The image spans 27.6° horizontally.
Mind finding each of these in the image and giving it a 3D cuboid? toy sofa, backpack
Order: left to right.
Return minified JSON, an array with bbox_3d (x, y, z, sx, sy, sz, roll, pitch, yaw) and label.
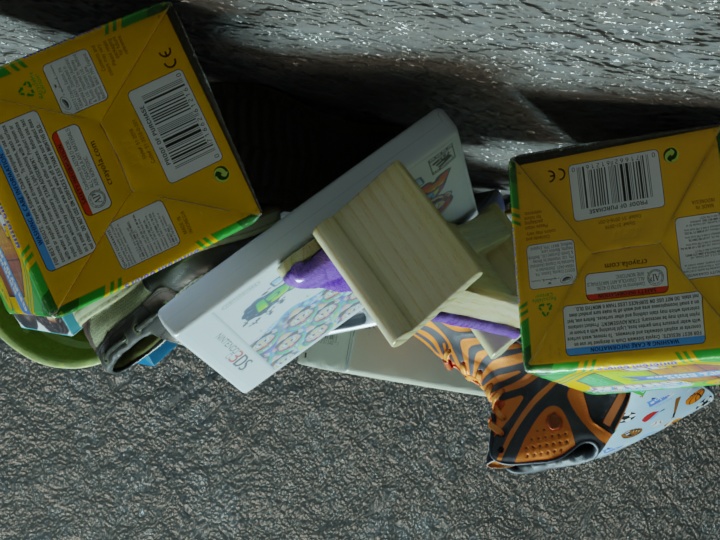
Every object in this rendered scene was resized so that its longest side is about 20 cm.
[{"bbox_3d":[0.042,0.009,0.875,0.083,0.097,0.200,54,-166,17],"label":"toy sofa"},{"bbox_3d":[0.220,0.071,1.334,0.199,0.155,0.190,-34,138,14],"label":"backpack"}]

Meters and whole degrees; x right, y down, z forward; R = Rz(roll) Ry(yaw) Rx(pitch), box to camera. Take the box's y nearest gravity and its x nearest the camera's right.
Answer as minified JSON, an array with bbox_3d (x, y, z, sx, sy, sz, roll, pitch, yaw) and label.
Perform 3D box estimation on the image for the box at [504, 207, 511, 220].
[{"bbox_3d":[0.166,-0.004,1.073,0.041,0.120,0.200,-31,-177,-14],"label":"box"}]

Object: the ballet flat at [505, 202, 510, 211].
[{"bbox_3d":[0.122,-0.026,1.271,0.075,0.068,0.200,31,169,-1],"label":"ballet flat"}]

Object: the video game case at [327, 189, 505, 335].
[{"bbox_3d":[0.000,0.000,1.115,0.181,0.022,0.200,-13,-162,27],"label":"video game case"}]

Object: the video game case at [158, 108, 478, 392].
[{"bbox_3d":[-0.016,-0.005,0.907,0.024,0.200,0.182,53,178,17],"label":"video game case"}]

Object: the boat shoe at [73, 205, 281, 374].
[{"bbox_3d":[-0.111,0.016,0.936,0.200,0.066,0.072,-24,179,43],"label":"boat shoe"}]

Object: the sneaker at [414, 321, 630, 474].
[{"bbox_3d":[0.093,0.083,1.074,0.199,0.113,0.078,19,173,21],"label":"sneaker"}]

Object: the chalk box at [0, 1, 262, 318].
[{"bbox_3d":[-0.158,-0.054,0.811,0.123,0.125,0.200,-27,-172,-21],"label":"chalk box"}]

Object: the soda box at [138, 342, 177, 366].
[{"bbox_3d":[-0.203,-0.025,1.149,0.064,0.068,0.201,3,129,49],"label":"soda box"}]

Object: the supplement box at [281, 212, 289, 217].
[{"bbox_3d":[-0.117,-0.056,1.036,0.199,0.111,0.085,13,174,-35],"label":"supplement box"}]

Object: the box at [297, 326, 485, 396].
[{"bbox_3d":[0.054,0.060,1.198,0.199,0.069,0.082,11,177,-35],"label":"box"}]

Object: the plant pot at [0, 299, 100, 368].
[{"bbox_3d":[-0.223,-0.022,1.338,0.199,0.202,0.184,8,-174,19],"label":"plant pot"}]

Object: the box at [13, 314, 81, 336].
[{"bbox_3d":[-0.265,-0.047,1.083,0.082,0.049,0.201,4,129,49],"label":"box"}]

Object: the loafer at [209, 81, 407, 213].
[{"bbox_3d":[-0.044,-0.069,0.946,0.199,0.077,0.067,13,168,-31],"label":"loafer"}]

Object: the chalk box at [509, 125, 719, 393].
[{"bbox_3d":[0.176,0.005,0.865,0.124,0.125,0.200,-8,167,22],"label":"chalk box"}]
